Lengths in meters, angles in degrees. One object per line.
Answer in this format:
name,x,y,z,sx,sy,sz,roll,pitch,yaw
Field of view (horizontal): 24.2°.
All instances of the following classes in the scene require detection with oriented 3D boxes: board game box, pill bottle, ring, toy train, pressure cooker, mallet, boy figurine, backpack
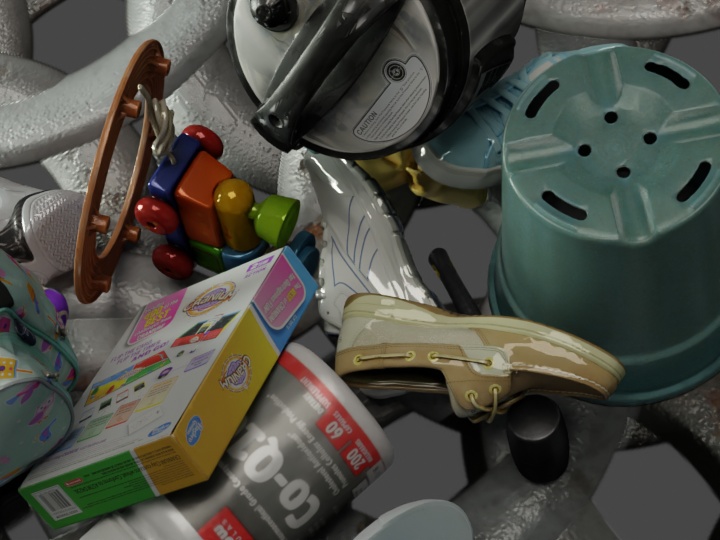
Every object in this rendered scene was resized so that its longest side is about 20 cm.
board game box,-0.128,0.078,1.150,0.153,0.040,0.200,-21,26,36
pill bottle,-0.085,0.153,1.143,0.200,0.114,0.114,-42,63,-12
ring,-0.170,-0.070,1.235,0.019,0.201,0.201,15,65,2
toy train,-0.095,-0.053,1.209,0.115,0.200,0.085,22,66,15
pressure cooker,0.005,-0.171,1.142,0.178,0.176,0.200,4,30,25
mallet,0.096,0.066,1.206,0.041,0.066,0.200,-24,46,-4
boy figurine,0.014,-0.108,1.294,0.124,0.065,0.200,-38,59,-21
backpack,-0.274,0.070,1.104,0.176,0.200,0.153,-35,78,0

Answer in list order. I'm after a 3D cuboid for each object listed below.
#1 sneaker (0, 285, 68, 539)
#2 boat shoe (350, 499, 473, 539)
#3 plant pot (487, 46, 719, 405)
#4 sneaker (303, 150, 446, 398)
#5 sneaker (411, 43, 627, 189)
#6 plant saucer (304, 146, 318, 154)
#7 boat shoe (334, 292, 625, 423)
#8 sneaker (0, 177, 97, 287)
sneaker,-0.247,0.113,1.228,0.099,0.070,0.200,23,72,14
boat shoe,-0.021,0.212,1.099,0.200,0.071,0.091,-33,14,-30
plant pot,0.179,-0.038,1.150,0.200,0.196,0.201,-4,62,7
sneaker,0.000,0.000,1.216,0.087,0.075,0.200,-27,77,6
sneaker,0.122,-0.125,1.229,0.200,0.082,0.074,-26,62,-35
plant saucer,0.012,-0.143,1.265,0.070,0.019,0.200,38,50,25
boat shoe,0.076,0.067,1.124,0.200,0.074,0.067,9,70,25
sneaker,-0.305,-0.008,1.269,0.115,0.075,0.200,19,42,40
